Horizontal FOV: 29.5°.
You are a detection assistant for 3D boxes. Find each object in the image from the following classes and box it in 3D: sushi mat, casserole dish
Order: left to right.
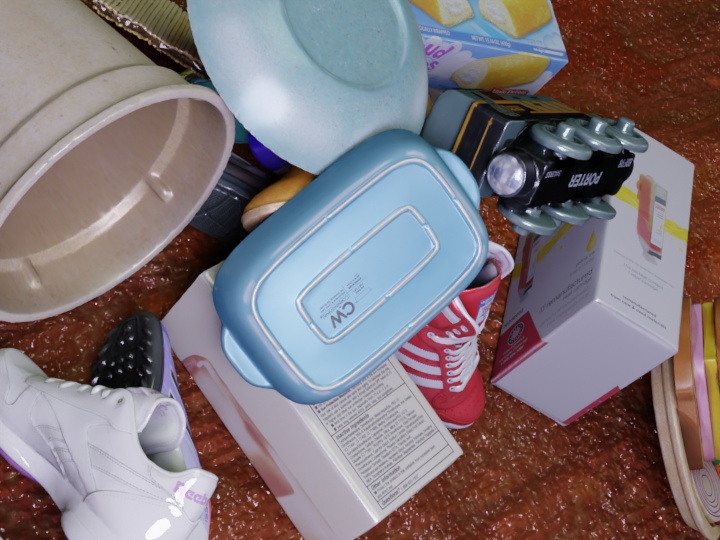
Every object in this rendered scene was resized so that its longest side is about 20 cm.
[{"bbox_3d":[-0.145,-0.185,1.011,0.095,0.012,0.200,30,14,-12],"label":"sushi mat"},{"bbox_3d":[0.000,0.000,0.861,0.200,0.039,0.122,-40,106,-8],"label":"casserole dish"}]

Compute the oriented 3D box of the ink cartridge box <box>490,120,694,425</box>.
[{"bbox_3d":[0.190,0.001,1.112,0.083,0.145,0.201,29,49,-14],"label":"ink cartridge box"}]

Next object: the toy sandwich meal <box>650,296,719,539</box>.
[{"bbox_3d":[0.285,0.114,1.096,0.205,0.070,0.208,-12,90,-68],"label":"toy sandwich meal"}]

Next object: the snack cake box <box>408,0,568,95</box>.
[{"bbox_3d":[0.061,-0.212,1.107,0.198,0.067,0.116,3,63,-32],"label":"snack cake box"}]

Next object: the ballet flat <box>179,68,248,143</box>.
[{"bbox_3d":[-0.072,-0.135,1.082,0.198,0.067,0.067,6,37,-35],"label":"ballet flat"}]

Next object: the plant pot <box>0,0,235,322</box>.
[{"bbox_3d":[-0.213,-0.103,0.884,0.200,0.201,0.184,-26,67,-42],"label":"plant pot"}]

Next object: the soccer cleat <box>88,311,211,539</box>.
[{"bbox_3d":[-0.131,0.124,0.874,0.073,0.068,0.202,27,45,-44],"label":"soccer cleat"}]

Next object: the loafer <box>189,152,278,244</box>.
[{"bbox_3d":[-0.047,-0.037,1.025,0.199,0.072,0.063,30,43,-13],"label":"loafer"}]

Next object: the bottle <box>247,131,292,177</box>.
[{"bbox_3d":[0.006,-0.076,1.063,0.199,0.083,0.066,32,34,-35],"label":"bottle"}]

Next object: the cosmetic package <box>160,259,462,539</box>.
[{"bbox_3d":[-0.036,0.082,0.941,0.103,0.087,0.201,-29,81,-41],"label":"cosmetic package"}]

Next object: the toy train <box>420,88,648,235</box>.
[{"bbox_3d":[0.129,-0.087,0.994,0.114,0.086,0.199,34,24,25],"label":"toy train"}]

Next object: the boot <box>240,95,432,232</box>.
[{"bbox_3d":[-0.025,-0.109,0.943,0.200,0.070,0.146,-16,88,-48],"label":"boot"}]

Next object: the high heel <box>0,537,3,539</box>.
[{"bbox_3d":[-0.192,0.163,0.789,0.141,0.071,0.202,2,74,-30],"label":"high heel"}]

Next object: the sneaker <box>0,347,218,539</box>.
[{"bbox_3d":[-0.154,0.098,0.812,0.200,0.100,0.075,40,3,34],"label":"sneaker"}]

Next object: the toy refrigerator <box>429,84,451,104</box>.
[{"bbox_3d":[0.037,-0.162,1.157,0.199,0.076,0.070,37,47,-10],"label":"toy refrigerator"}]

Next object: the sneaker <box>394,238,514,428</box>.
[{"bbox_3d":[0.070,0.045,0.976,0.201,0.112,0.072,57,49,-35],"label":"sneaker"}]

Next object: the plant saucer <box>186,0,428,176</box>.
[{"bbox_3d":[-0.020,-0.160,0.897,0.199,0.039,0.203,17,62,-34],"label":"plant saucer"}]
